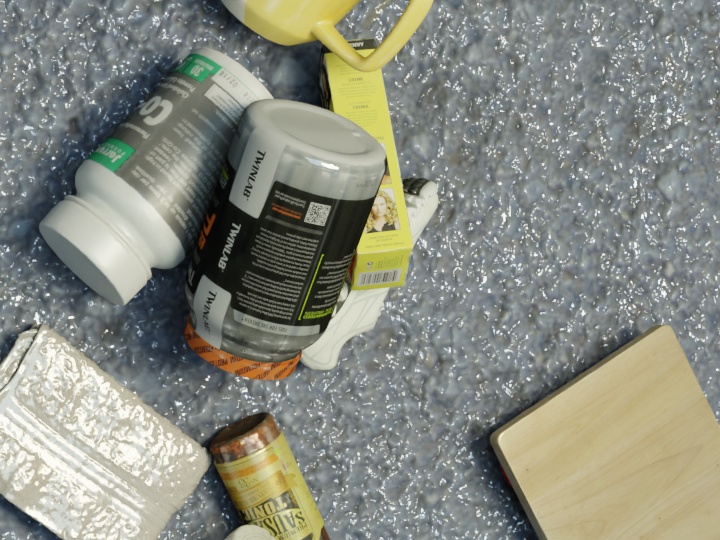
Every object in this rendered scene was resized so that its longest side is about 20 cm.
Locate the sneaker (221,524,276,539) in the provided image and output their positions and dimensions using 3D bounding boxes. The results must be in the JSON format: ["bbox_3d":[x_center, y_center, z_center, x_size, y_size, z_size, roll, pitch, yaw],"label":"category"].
[{"bbox_3d":[-0.071,0.314,1.619,0.200,0.111,0.077,50,33,-4],"label":"sneaker"}]

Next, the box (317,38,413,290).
[{"bbox_3d":[0.003,-0.089,1.631,0.050,0.075,0.201,-6,66,-8],"label":"box"}]

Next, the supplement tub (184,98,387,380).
[{"bbox_3d":[-0.065,-0.023,1.541,0.122,0.123,0.201,12,112,-21],"label":"supplement tub"}]

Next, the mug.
[{"bbox_3d":[-0.040,-0.258,1.594,0.149,0.187,0.153,25,117,-30],"label":"mug"}]

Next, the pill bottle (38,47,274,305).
[{"bbox_3d":[-0.159,-0.075,1.589,0.113,0.113,0.200,46,73,-15],"label":"pill bottle"}]

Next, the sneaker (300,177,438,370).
[{"bbox_3d":[0.000,0.000,1.683,0.200,0.075,0.081,-48,129,-21],"label":"sneaker"}]

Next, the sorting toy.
[{"bbox_3d":[0.228,0.182,1.765,0.199,0.070,0.200,-31,100,-19],"label":"sorting toy"}]

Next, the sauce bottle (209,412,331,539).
[{"bbox_3d":[-0.060,0.220,1.649,0.066,0.066,0.201,-30,100,-20],"label":"sauce bottle"}]

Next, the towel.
[{"bbox_3d":[-0.228,0.148,1.599,0.200,0.034,0.133,38,76,-17],"label":"towel"}]
